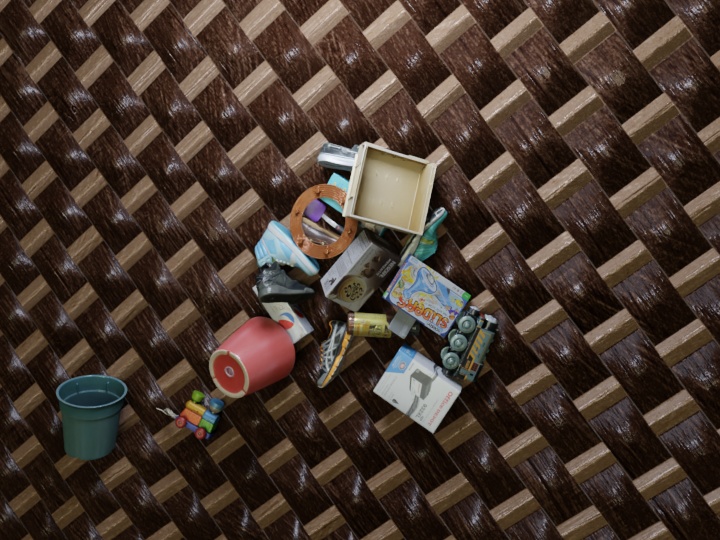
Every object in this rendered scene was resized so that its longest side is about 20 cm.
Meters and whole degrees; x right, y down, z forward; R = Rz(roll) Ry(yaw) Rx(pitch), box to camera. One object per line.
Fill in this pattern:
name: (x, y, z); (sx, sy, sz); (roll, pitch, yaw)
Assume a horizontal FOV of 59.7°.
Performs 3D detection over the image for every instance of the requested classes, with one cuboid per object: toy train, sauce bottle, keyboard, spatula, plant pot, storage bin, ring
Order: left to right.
plant pot: (-0.821, 0.452, 1.915); (0.198, 0.200, 0.199); (13, 108, 11)
toy train: (-0.511, 0.412, 1.887); (0.198, 0.085, 0.117); (26, 91, 9)
plant pot: (-0.309, 0.249, 1.739); (0.198, 0.177, 0.203); (11, 112, 28)
ring: (-0.102, -0.133, 1.695); (0.198, 0.019, 0.204); (-1, 88, 17)
spatula: (-0.079, -0.132, 1.752); (0.199, 0.021, 0.057); (37, 101, 7)
sauce bottle: (0.061, 0.150, 1.709); (0.197, 0.066, 0.067); (3, 97, -3)
storage bin: (0.075, -0.210, 1.617); (0.197, 0.094, 0.201); (13, 88, -16)
keyboard: (0.147, 0.085, 1.690); (0.056, 0.011, 0.201); (33, 84, -5)
toy train: (0.289, 0.198, 1.674); (0.113, 0.085, 0.202); (22, 99, -3)

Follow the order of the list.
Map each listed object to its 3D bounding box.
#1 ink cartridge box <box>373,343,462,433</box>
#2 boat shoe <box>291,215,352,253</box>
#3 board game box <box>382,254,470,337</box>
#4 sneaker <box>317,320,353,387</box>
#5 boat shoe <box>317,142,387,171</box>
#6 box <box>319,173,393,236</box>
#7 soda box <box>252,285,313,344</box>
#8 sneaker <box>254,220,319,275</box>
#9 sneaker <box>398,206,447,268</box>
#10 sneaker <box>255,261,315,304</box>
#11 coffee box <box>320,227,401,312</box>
ink cartridge box: (0.158, 0.320, 1.712); (0.199, 0.084, 0.146); (33, 102, 8)
boat shoe: (-0.099, -0.081, 1.739); (0.198, 0.070, 0.071); (28, 95, 18)
board game box: (0.175, 0.068, 1.663); (0.199, 0.034, 0.136); (32, 92, -12)
sneaker: (-0.081, 0.233, 1.768); (0.076, 0.078, 0.202); (23, 90, 9)
boat shoe: (-0.016, -0.306, 1.692); (0.197, 0.072, 0.072); (12, 82, 3)
box: (-0.007, -0.178, 1.715); (0.199, 0.049, 0.083); (34, 103, 8)
soda box: (-0.220, 0.110, 1.790); (0.068, 0.064, 0.201); (-34, 88, 14)
sneaker: (-0.215, -0.028, 1.768); (0.200, 0.079, 0.131); (45, 102, 15)
sneaker: (0.175, -0.080, 1.682); (0.079, 0.078, 0.201); (30, 108, -9)
sneaker: (-0.209, 0.032, 1.729); (0.076, 0.198, 0.115); (-35, 63, 35)
coffee box: (0.000, 0.000, 1.685); (0.112, 0.080, 0.200); (29, 112, -32)
